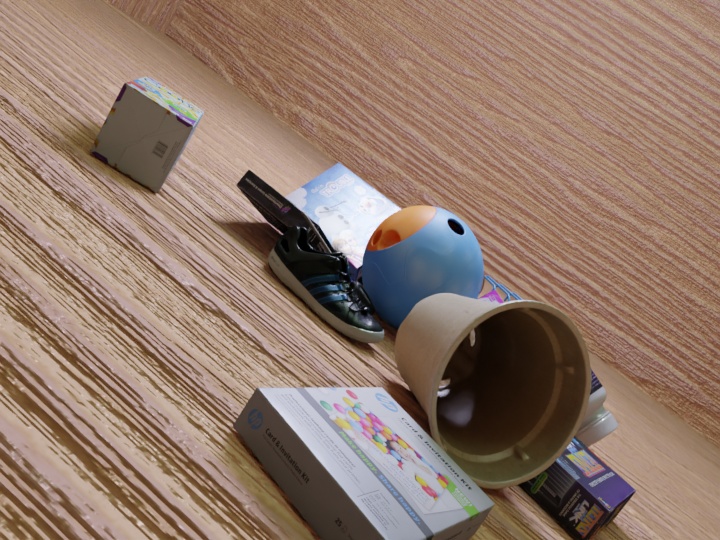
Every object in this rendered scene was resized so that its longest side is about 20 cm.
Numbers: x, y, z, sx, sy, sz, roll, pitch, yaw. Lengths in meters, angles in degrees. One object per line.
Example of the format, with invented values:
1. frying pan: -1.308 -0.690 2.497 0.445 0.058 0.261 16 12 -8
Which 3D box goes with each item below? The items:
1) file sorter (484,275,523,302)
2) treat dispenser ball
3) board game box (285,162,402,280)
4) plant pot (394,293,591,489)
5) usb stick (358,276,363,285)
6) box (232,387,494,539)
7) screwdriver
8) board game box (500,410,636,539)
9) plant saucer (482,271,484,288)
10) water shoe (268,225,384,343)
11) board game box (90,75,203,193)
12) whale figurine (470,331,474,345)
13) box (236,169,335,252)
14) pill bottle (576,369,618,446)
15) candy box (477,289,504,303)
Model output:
1. file sorter: 0.271 0.082 1.437 0.197 0.124 0.139 29 11 -28
2. treat dispenser ball: 0.098 -0.001 1.041 0.198 0.203 0.201 33 11 -7
3. board game box: -0.029 -0.096 1.207 0.197 0.044 0.199 37 46 14
4. plant pot: 0.132 0.112 0.758 0.198 0.204 0.183 30 1 -23
5. usb stick: 0.000 0.000 1.189 0.199 0.033 0.055 39 26 17
6. box: 0.012 0.160 0.525 0.155 0.042 0.199 42 11 30
7. screwdriver: -0.030 -0.010 0.944 0.028 0.029 0.203 14 -42 53
8. board game box: 0.260 0.255 0.843 0.165 0.057 0.198 40 12 30
9. plant saucer: 0.154 -0.006 1.299 0.197 0.032 0.203 27 -35 21
10. water shoe: -0.039 0.016 0.874 0.198 0.080 0.071 38 12 11
11. board game box: -0.300 -0.203 0.938 0.102 0.106 0.200 30 11 -18
12. whale figurine: 0.165 0.082 1.214 0.202 0.103 0.158 54 46 0
13. box: -0.109 -0.075 1.028 0.142 0.036 0.200 38 -4 11
14. pill bottle: 0.355 0.202 1.132 0.203 0.111 0.111 59 19 18
15. candy box: 0.241 0.144 1.024 0.204 0.060 0.137 62 8 -8
